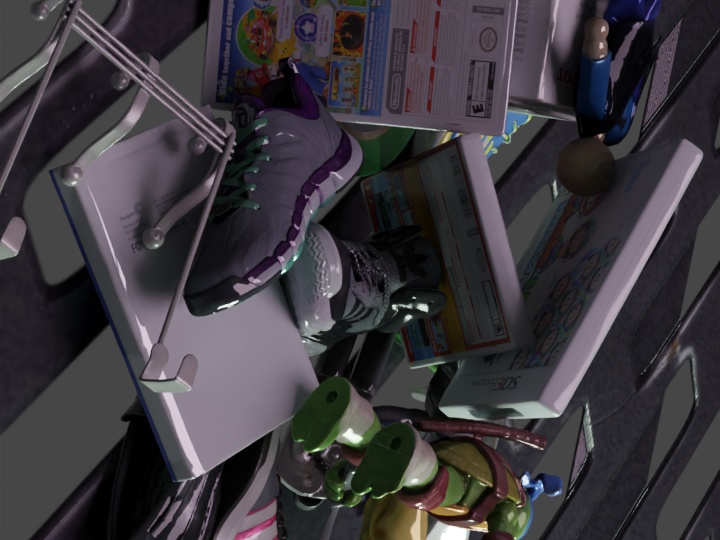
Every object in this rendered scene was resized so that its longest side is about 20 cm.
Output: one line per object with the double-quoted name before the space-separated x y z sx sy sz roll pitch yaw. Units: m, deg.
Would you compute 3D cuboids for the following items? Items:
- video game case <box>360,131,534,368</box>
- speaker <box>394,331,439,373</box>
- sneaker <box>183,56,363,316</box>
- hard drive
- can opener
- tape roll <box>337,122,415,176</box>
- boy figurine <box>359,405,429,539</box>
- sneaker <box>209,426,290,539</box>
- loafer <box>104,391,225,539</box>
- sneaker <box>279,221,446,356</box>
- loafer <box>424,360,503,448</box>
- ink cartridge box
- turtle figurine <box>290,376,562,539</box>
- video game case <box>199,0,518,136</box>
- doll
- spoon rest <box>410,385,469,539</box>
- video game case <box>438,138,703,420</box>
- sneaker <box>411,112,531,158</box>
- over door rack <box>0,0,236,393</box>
"video game case" 0.056 -0.009 1.400 0.017 0.200 0.144 -14 89 -20
"speaker" 0.087 0.052 1.613 0.200 0.088 0.089 41 63 -57
"sneaker" -0.070 -0.052 1.236 0.088 0.074 0.200 59 33 -18
"hard drive" -0.104 0.011 1.251 0.132 0.025 0.201 -30 101 -48
"can opener" -0.012 0.079 1.504 0.067 0.053 0.201 119 -8 -68
"tape roll" -0.010 -0.168 1.425 0.200 0.048 0.201 -24 119 -56
"boy figurine" 0.031 0.191 1.477 0.200 0.064 0.125 -101 -161 -44
"sneaker" -0.072 0.174 1.371 0.121 0.083 0.201 18 90 -55
"loafer" -0.115 0.093 1.290 0.070 0.068 0.201 28 70 -53
"sneaker" 0.000 0.000 1.354 0.200 0.113 0.076 112 -39 -75
"loafer" 0.092 0.088 1.515 0.072 0.073 0.200 -17 134 -18
"ink cartridge box" 0.107 -0.214 1.421 0.147 0.146 0.201 5 94 -61
"turtle figurine" 0.024 0.166 1.311 0.194 0.200 0.144 44 25 -46
"video game case" 0.002 -0.167 1.318 0.018 0.199 0.144 -126 -138 -81
"doll" 0.175 -0.146 1.361 0.201 0.048 0.136 -69 160 -2
"spoon rest" 0.063 0.196 1.642 0.099 0.060 0.201 -4 101 -60
"video game case" 0.136 0.010 1.360 0.024 0.182 0.200 34 76 -12
"sneaker" 0.100 -0.119 1.560 0.076 0.105 0.201 168 -68 -81
"over door rack" -0.148 -0.043 1.139 0.148 0.066 0.200 40 41 -34
